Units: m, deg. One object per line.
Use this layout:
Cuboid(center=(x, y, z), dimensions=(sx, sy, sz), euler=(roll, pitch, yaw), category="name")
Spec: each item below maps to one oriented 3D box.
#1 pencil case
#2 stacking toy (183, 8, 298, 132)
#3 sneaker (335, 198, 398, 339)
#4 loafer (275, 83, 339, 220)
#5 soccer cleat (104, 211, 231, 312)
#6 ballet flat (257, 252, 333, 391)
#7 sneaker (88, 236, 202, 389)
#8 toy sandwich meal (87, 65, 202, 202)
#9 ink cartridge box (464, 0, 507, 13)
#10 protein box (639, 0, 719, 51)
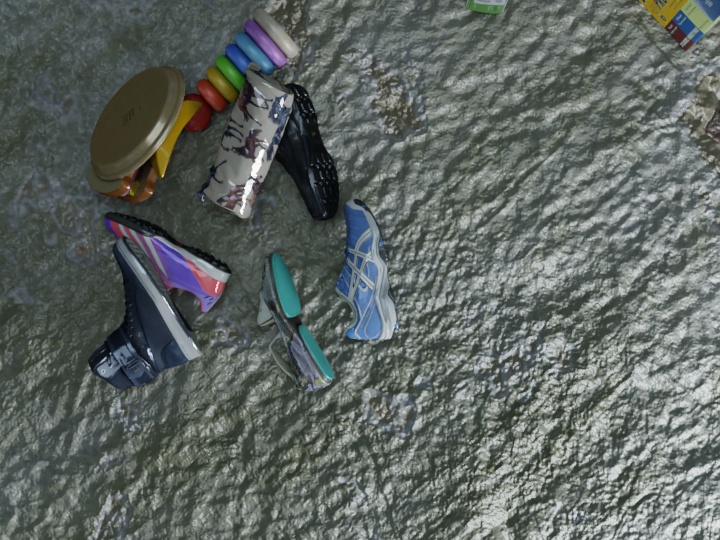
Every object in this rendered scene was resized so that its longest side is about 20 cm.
Cuboid(center=(-0.158, -0.180, 1.635), dimensions=(0.089, 0.077, 0.203), euler=(30, 106, 26), category="pencil case")
Cuboid(center=(-0.184, -0.274, 1.680), dimensions=(0.200, 0.085, 0.085), euler=(-45, 86, 3), category="stacking toy")
Cuboid(center=(0.000, 0.000, 1.646), dimensions=(0.076, 0.076, 0.204), euler=(-11, 83, -6), category="sneaker")
Cuboid(center=(-0.085, -0.164, 1.674), dimensions=(0.070, 0.068, 0.204), euler=(-23, 82, 34), category="loafer")
Cuboid(center=(-0.280, -0.016, 1.655), dimensions=(0.198, 0.068, 0.074), euler=(28, 96, 3), category="soccer cleat")
Cuboid(center=(-0.107, 0.078, 1.646), dimensions=(0.071, 0.072, 0.203), euler=(-24, 84, -3), category="ballet flat")
Cuboid(center=(-0.324, 0.067, 1.609), dimensions=(0.145, 0.077, 0.204), euler=(-27, 113, -1), category="sneaker")
Cuboid(center=(-0.301, -0.190, 1.644), dimensions=(0.070, 0.204, 0.207), euler=(37, 84, -39), category="toy sandwich meal")
Cuboid(center=(0.190, -0.483, 1.685), dimensions=(0.058, 0.104, 0.204), euler=(5, 84, 0), category="ink cartridge box")
Cuboid(center=(0.484, -0.466, 1.669), dimensions=(0.200, 0.135, 0.199), euler=(-42, 86, -4), category="protein box")
